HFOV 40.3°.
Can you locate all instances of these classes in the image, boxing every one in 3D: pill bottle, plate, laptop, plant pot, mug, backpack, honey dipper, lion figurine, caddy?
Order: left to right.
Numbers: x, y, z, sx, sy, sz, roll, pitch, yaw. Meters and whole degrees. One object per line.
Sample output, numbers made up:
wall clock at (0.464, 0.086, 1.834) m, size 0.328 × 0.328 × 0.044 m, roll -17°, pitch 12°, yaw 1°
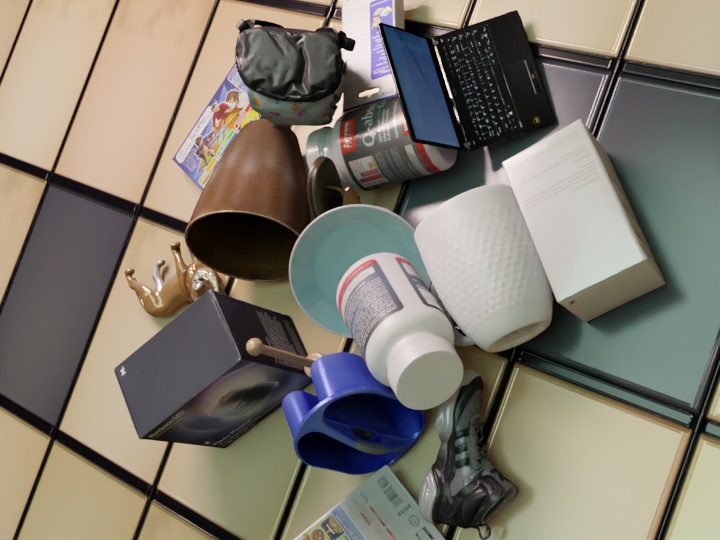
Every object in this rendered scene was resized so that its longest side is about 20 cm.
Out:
lion figurine at (-0.296, 0.030, 1.570) m, size 0.199 × 0.072 × 0.124 m, roll -27°, pitch 77°, yaw 38°
plant pot at (-0.153, -0.118, 1.465) m, size 0.184 × 0.187 × 0.203 m, roll -11°, pitch 55°, yaw 28°
honey dipper at (-0.093, 0.121, 1.336) m, size 0.037 × 0.199 × 0.039 m, roll -8°, pitch 74°, yaw 29°
backpack at (-0.093, -0.273, 1.386) m, size 0.164 × 0.200 × 0.129 m, roll 12°, pitch 91°, yaw 2°
caddy at (-0.006, 0.195, 1.273) m, size 0.142 × 0.198 × 0.106 m, roll -50°, pitch 45°, yaw 20°
plate at (0.000, 0.000, 1.351) m, size 0.199 × 0.201 × 0.026 m, roll -36°, pitch 19°, yaw 18°
pill bottle at (0.029, -0.178, 1.393) m, size 0.197 × 0.115 × 0.118 m, roll -13°, pitch 71°, yaw 27°
pill bottle at (0.051, 0.078, 1.248) m, size 0.120 × 0.119 × 0.201 m, roll -46°, pitch 37°, yaw 12°
laptop at (0.143, -0.263, 1.311) m, size 0.197 × 0.103 × 0.180 m, roll -17°, pitch 75°, yaw 4°
mug at (0.154, 0.018, 1.264) m, size 0.200 × 0.146 × 0.178 m, roll -47°, pitch 59°, yaw 48°

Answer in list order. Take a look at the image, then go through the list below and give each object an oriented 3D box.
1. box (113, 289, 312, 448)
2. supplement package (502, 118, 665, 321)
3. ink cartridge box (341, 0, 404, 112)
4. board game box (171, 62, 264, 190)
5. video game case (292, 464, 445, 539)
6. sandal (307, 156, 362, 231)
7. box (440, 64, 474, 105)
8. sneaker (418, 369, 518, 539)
box at (-0.204, 0.149, 1.398) m, size 0.199 × 0.198 × 0.124 m, roll -38°, pitch 61°, yaw 17°
supplement package at (0.275, -0.059, 1.213) m, size 0.116 × 0.117 × 0.203 m, roll -27°, pitch 65°, yaw 20°
ink cartridge box at (0.019, -0.330, 1.439) m, size 0.093 × 0.037 × 0.204 m, roll -11°, pitch 68°, yaw 31°
board game box at (-0.212, -0.227, 1.587) m, size 0.201 × 0.034 × 0.135 m, roll -54°, pitch 49°, yaw 8°
video game case at (0.000, 0.368, 1.259) m, size 0.199 × 0.018 × 0.144 m, roll -36°, pitch 68°, yaw -14°
sandal at (-0.021, -0.070, 1.364) m, size 0.054 × 0.203 × 0.082 m, roll -3°, pitch 31°, yaw 26°
box at (0.087, -0.288, 1.432) m, size 0.199 × 0.039 × 0.042 m, roll 30°, pitch 91°, yaw 33°
sneaker at (0.150, 0.235, 1.239) m, size 0.112 × 0.075 × 0.204 m, roll 15°, pitch 91°, yaw 32°
